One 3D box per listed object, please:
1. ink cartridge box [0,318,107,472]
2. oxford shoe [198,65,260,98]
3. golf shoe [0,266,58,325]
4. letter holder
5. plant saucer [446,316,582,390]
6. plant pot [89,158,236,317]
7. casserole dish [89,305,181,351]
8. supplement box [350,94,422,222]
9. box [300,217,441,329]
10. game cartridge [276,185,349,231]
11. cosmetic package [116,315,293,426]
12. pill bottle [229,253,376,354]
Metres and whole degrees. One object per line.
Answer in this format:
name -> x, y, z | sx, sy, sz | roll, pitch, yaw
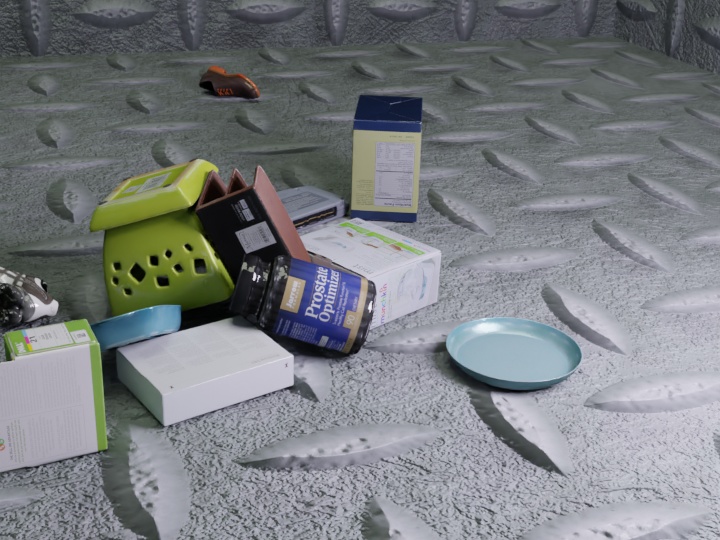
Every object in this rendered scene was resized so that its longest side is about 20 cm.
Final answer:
ink cartridge box -> -0.408, 0.153, 1.227 | 0.197, 0.150, 0.076 | -9, 25, -24
oxford shoe -> -0.362, -0.502, 2.873 | 0.198, 0.072, 0.073 | 22, 59, 33
golf shoe -> -0.538, 0.036, 1.604 | 0.094, 0.079, 0.199 | 5, 18, -43
letter holder -> -0.153, -0.061, 1.586 | 0.099, 0.202, 0.143 | -20, 30, 14
plant saucer -> 0.222, 0.123, 1.508 | 0.196, 0.028, 0.201 | 2, 24, -1
plant pot -> -0.295, -0.055, 1.613 | 0.196, 0.184, 0.200 | -13, 20, 13
casserole dish -> -0.313, 0.082, 1.447 | 0.119, 0.039, 0.200 | -17, -4, 2
supplement box -> 0.054, -0.226, 2.073 | 0.132, 0.203, 0.201 | 3, 23, 3
box -> 0.000, 0.000, 1.681 | 0.198, 0.098, 0.175 | 23, 31, 39
game cartridge -> -0.133, -0.118, 2.022 | 0.132, 0.041, 0.199 | 26, 32, 36
cosmetic package -> -0.212, 0.132, 1.417 | 0.198, 0.053, 0.150 | -14, 26, -32
pill bottle -> -0.084, 0.044, 1.499 | 0.197, 0.113, 0.112 | 16, 22, -8
